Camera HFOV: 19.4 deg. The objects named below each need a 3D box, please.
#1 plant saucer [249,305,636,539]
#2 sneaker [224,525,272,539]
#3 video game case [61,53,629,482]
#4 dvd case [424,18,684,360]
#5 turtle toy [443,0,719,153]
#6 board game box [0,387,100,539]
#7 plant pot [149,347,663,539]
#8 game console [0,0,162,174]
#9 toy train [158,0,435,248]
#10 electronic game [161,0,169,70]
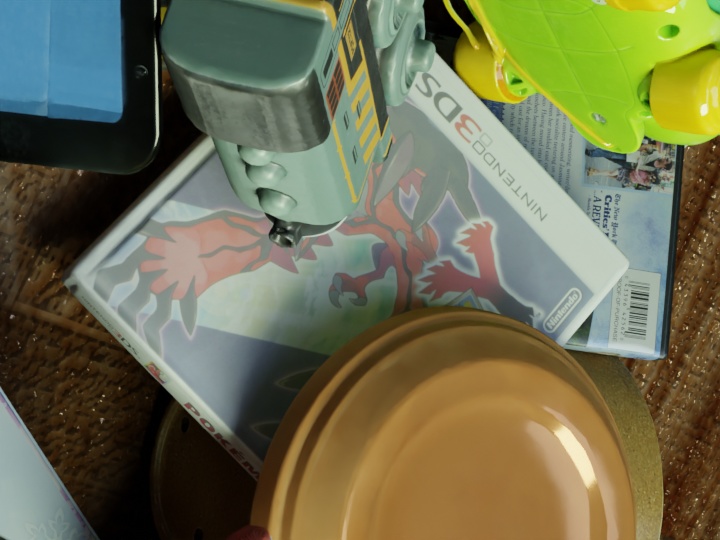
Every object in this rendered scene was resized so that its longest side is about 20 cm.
[{"bbox_3d":[0.046,0.115,0.890,0.200,0.037,0.201,1,89,-35],"label":"plant saucer"},{"bbox_3d":[-0.047,0.181,0.805,0.078,0.116,0.200,-38,170,-35],"label":"sneaker"},{"bbox_3d":[0.000,0.000,0.920,0.182,0.023,0.200,46,66,-8],"label":"video game case"},{"bbox_3d":[0.063,-0.040,0.991,0.200,0.018,0.143,9,82,-23],"label":"dvd case"},{"bbox_3d":[0.113,-0.120,0.931,0.101,0.146,0.200,-57,138,-23],"label":"turtle toy"},{"bbox_3d":[-0.209,0.097,0.745,0.200,0.041,0.200,-34,95,-33],"label":"board game box"},{"bbox_3d":[0.009,0.103,0.996,0.200,0.186,0.187,11,101,-39],"label":"plant pot"},{"bbox_3d":[-0.170,-0.116,0.704,0.176,0.116,0.200,-23,125,-41],"label":"game console"},{"bbox_3d":[-0.024,-0.086,0.818,0.200,0.085,0.114,78,29,-69],"label":"toy train"},{"bbox_3d":[-0.068,-0.176,0.843,0.200,0.042,0.200,-26,131,-35],"label":"electronic game"}]
